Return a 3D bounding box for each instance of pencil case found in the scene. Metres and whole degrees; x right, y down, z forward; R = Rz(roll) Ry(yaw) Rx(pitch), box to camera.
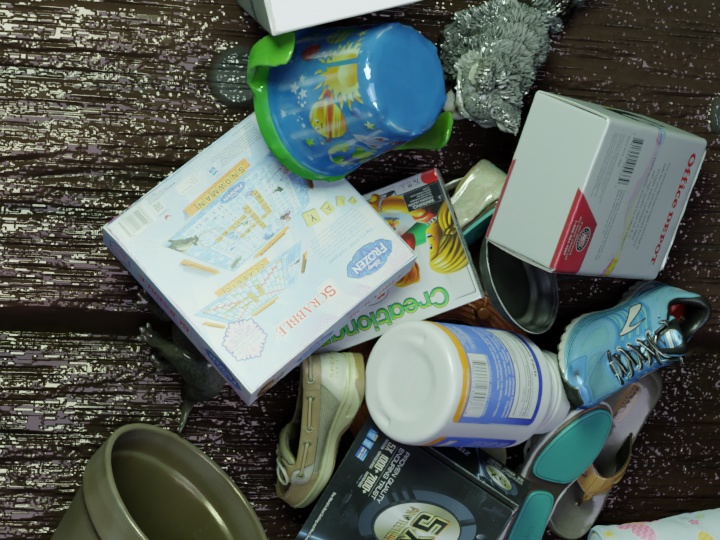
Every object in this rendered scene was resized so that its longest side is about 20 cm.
[{"bbox_3d":[0.332,0.288,1.767,0.199,0.091,0.084,-8,94,-12],"label":"pencil case"}]

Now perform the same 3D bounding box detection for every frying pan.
[{"bbox_3d":[0.163,-0.010,1.628,0.031,0.190,0.115,-20,101,35],"label":"frying pan"}]

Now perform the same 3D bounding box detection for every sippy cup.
[{"bbox_3d":[-0.001,-0.153,1.473,0.177,0.130,0.141,-23,99,-41],"label":"sippy cup"}]

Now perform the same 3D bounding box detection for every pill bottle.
[{"bbox_3d":[0.107,0.108,1.597,0.199,0.112,0.113,8,106,-48],"label":"pill bottle"}]

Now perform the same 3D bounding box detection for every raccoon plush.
[{"bbox_3d":[0.144,-0.210,1.552,0.097,0.134,0.200,36,95,-19],"label":"raccoon plush"}]

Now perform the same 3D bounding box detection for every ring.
[{"bbox_3d":[0.078,0.111,1.691,0.199,0.019,0.202,-4,107,-13],"label":"ring"}]

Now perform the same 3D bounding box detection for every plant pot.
[{"bbox_3d":[-0.210,0.271,1.593,0.200,0.200,0.173,39,111,-20],"label":"plant pot"}]

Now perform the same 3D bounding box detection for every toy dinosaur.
[{"bbox_3d":[-0.150,0.065,1.575,0.077,0.102,0.201,-4,112,-56],"label":"toy dinosaur"}]

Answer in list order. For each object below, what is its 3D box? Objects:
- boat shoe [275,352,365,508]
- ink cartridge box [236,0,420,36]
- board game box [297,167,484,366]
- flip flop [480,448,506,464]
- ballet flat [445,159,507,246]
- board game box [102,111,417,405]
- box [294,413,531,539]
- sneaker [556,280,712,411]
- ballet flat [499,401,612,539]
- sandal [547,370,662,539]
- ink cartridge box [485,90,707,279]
[{"bbox_3d":[-0.052,0.148,1.610,0.063,0.074,0.201,8,138,-17],"label":"boat shoe"},{"bbox_3d":[-0.036,-0.295,1.449,0.146,0.200,0.146,-15,109,-9],"label":"ink cartridge box"},{"bbox_3d":[0.000,0.000,1.584,0.199,0.035,0.127,-21,87,9],"label":"board game box"},{"bbox_3d":[0.101,0.238,1.701,0.081,0.058,0.201,6,111,-18],"label":"flip flop"},{"bbox_3d":[0.061,-0.028,1.629,0.200,0.067,0.062,-39,72,6],"label":"ballet flat"},{"bbox_3d":[-0.089,-0.019,1.521,0.200,0.041,0.200,-38,78,-19],"label":"board game box"},{"bbox_3d":[0.040,0.248,1.640,0.163,0.086,0.201,33,105,8],"label":"box"},{"bbox_3d":[0.263,0.066,1.642,0.200,0.090,0.079,-37,114,-36],"label":"sneaker"},{"bbox_3d":[0.178,0.198,1.706,0.069,0.070,0.201,20,111,-18],"label":"ballet flat"},{"bbox_3d":[0.245,0.183,1.732,0.081,0.055,0.201,29,99,-19],"label":"sandal"},{"bbox_3d":[0.220,-0.074,1.586,0.199,0.083,0.147,4,108,-54],"label":"ink cartridge box"}]
